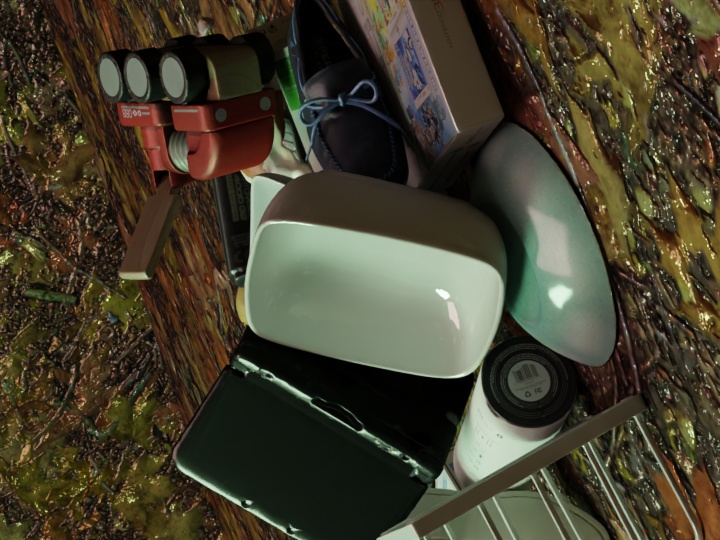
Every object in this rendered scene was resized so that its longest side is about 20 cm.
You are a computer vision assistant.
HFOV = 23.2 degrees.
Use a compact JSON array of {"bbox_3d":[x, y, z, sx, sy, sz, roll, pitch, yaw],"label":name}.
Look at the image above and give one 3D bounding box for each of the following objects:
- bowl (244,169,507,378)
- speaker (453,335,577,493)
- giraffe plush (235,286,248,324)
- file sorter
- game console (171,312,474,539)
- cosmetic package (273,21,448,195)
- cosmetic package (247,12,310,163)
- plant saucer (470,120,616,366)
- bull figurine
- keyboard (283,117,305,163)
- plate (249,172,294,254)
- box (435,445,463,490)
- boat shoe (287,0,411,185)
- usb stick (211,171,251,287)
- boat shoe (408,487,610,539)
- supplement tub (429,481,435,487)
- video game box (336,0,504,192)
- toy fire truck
[{"bbox_3d":[0.014,-0.002,1.358,0.201,0.197,0.075,102,180,-58],"label":"bowl"},{"bbox_3d":[0.126,0.130,1.472,0.082,0.081,0.200,61,165,21],"label":"speaker"},{"bbox_3d":[-0.006,0.052,1.710,0.162,0.198,0.174,52,-162,-73],"label":"giraffe plush"},{"bbox_3d":[0.137,0.202,1.315,0.125,0.199,0.139,61,165,6],"label":"file sorter"},{"bbox_3d":[-0.029,0.121,1.481,0.199,0.177,0.116,31,141,-9],"label":"game console"},{"bbox_3d":[0.003,-0.116,1.542,0.202,0.084,0.107,69,162,-6],"label":"cosmetic package"},{"bbox_3d":[-0.042,-0.140,1.697,0.201,0.071,0.105,63,165,16],"label":"cosmetic package"},{"bbox_3d":[0.127,-0.013,1.334,0.202,0.038,0.202,60,165,27],"label":"plant saucer"},{"bbox_3d":[-0.106,-0.150,1.629,0.200,0.065,0.123,40,126,45],"label":"bull figurine"},{"bbox_3d":[-0.091,-0.129,1.723,0.200,0.011,0.057,25,135,69],"label":"keyboard"},{"bbox_3d":[0.000,0.000,1.492,0.198,0.033,0.200,21,148,8],"label":"plate"},{"bbox_3d":[0.143,0.268,1.667,0.201,0.060,0.117,58,164,32],"label":"box"},{"bbox_3d":[-0.023,-0.138,1.391,0.201,0.084,0.069,60,174,35],"label":"boat shoe"},{"bbox_3d":[-0.113,-0.073,1.674,0.033,0.055,0.202,82,177,-56],"label":"usb stick"},{"bbox_3d":[0.120,0.234,1.512,0.062,0.198,0.076,63,-148,-59],"label":"boat shoe"},{"bbox_3d":[0.026,0.179,1.839,0.123,0.122,0.201,58,163,30],"label":"supplement tub"},{"bbox_3d":[0.040,-0.177,1.365,0.182,0.046,0.202,122,129,-76],"label":"video game box"},{"bbox_3d":[-0.158,-0.101,1.563,0.175,0.128,0.202,8,111,52],"label":"toy fire truck"}]
